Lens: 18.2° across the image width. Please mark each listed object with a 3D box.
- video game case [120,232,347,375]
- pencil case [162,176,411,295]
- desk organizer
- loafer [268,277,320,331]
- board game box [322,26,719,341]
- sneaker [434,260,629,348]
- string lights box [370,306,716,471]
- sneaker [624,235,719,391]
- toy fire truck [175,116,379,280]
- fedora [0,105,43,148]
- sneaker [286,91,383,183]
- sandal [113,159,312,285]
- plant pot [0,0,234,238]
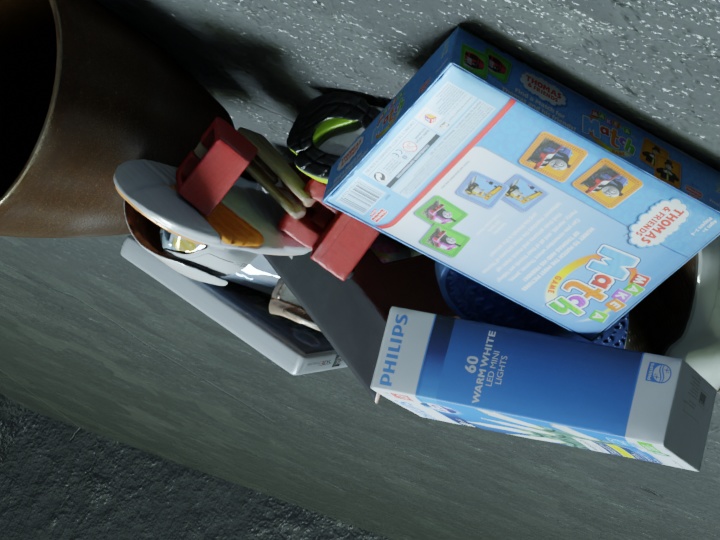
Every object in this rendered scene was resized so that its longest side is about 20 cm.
[{"bbox_3d":[-0.073,0.021,1.873,0.200,0.023,0.182,34,-160,27],"label":"video game case"},{"bbox_3d":[-0.058,-0.012,1.818,0.200,0.091,0.083,25,168,-1],"label":"pencil case"},{"bbox_3d":[0.000,0.000,1.664,0.077,0.072,0.200,-13,-135,-29],"label":"desk organizer"},{"bbox_3d":[0.021,0.057,1.745,0.200,0.063,0.072,34,176,6],"label":"loafer"},{"bbox_3d":[0.101,-0.046,1.342,0.200,0.037,0.151,28,138,-16],"label":"board game box"},{"bbox_3d":[0.123,0.006,1.531,0.200,0.070,0.078,22,-148,-36],"label":"sneaker"},{"bbox_3d":[0.120,0.076,1.458,0.199,0.059,0.103,9,170,24],"label":"string lights box"},{"bbox_3d":[0.226,0.021,1.487,0.200,0.084,0.073,94,152,-55],"label":"sneaker"},{"bbox_3d":[-0.049,-0.058,1.542,0.141,0.049,0.200,36,-165,-7],"label":"toy fire truck"},{"bbox_3d":[-0.284,-0.111,1.691,0.200,0.082,0.201,34,-170,-7],"label":"fedora"},{"bbox_3d":[0.050,-0.063,1.473,0.200,0.074,0.081,24,177,35],"label":"sneaker"},{"bbox_3d":[-0.101,-0.021,1.520,0.079,0.059,0.207,47,-163,27],"label":"sandal"},{"bbox_3d":[-0.187,-0.098,1.546,0.200,0.187,0.187,16,177,-43],"label":"plant pot"}]
